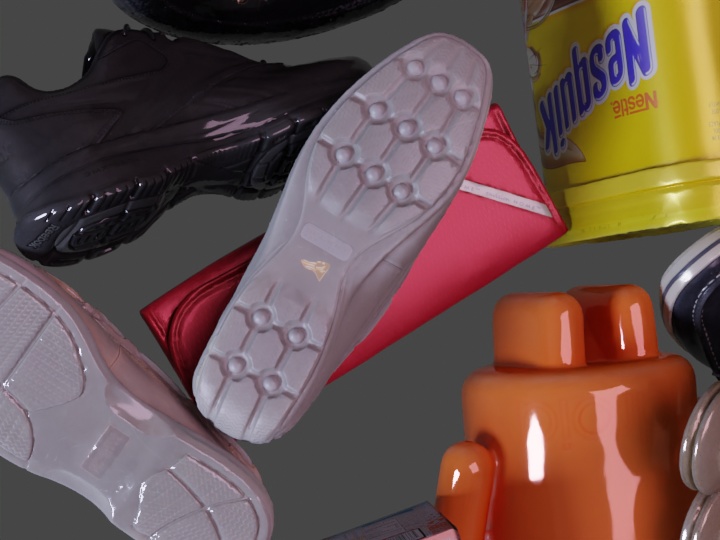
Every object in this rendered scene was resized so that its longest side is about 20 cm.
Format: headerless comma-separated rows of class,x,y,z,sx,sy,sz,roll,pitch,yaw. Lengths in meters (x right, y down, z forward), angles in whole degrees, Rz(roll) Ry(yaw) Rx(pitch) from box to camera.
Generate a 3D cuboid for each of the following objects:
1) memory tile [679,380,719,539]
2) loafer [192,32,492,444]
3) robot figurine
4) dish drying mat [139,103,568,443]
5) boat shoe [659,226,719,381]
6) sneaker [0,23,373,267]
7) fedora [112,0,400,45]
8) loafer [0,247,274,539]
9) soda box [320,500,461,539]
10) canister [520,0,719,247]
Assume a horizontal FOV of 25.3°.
memory tile,0.193,0.114,0.754,0.153,0.017,0.200,-33,129,-40
loafer,-0.008,-0.015,0.712,0.070,0.070,0.200,35,88,3
robot figurine,0.108,0.108,0.774,0.144,0.116,0.201,-8,92,-60
dish drying mat,0.000,0.000,0.759,0.200,0.018,0.077,-31,98,-13
boat shoe,0.208,0.042,0.808,0.075,0.062,0.200,-38,138,4
sneaker,-0.077,-0.074,0.718,0.200,0.076,0.091,-20,71,-37
fedora,-0.032,-0.188,0.717,0.200,0.201,0.092,-10,62,-26
loafer,-0.120,0.056,0.703,0.200,0.063,0.072,42,101,-10
soda box,-0.045,0.168,0.693,0.199,0.064,0.069,-19,95,-7
canister,0.137,-0.119,0.783,0.086,0.148,0.201,-7,88,-24
